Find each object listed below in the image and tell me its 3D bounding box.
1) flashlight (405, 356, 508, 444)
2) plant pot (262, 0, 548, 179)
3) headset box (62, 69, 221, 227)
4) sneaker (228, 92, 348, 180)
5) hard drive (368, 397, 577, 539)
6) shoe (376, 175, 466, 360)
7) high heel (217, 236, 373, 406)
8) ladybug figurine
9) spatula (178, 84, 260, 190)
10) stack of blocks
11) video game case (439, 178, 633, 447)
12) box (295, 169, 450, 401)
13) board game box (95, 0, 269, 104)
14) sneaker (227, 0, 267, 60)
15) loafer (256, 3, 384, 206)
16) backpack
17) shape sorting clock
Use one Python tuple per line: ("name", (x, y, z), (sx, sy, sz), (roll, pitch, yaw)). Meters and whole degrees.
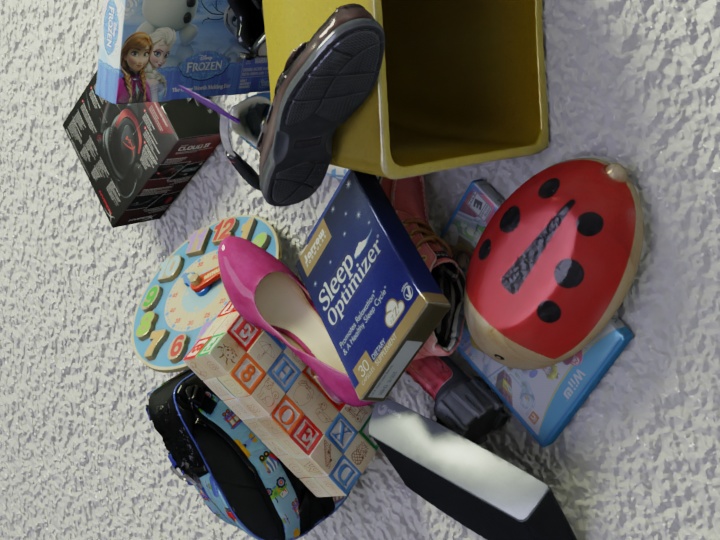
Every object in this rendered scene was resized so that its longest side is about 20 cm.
("flashlight", (0.048, 0.084, 1.134), (0.068, 0.068, 0.200), (-42, 56, -5))
("plant pot", (0.020, -0.191, 1.018), (0.199, 0.193, 0.199), (9, 107, 49))
("headset box", (-0.244, -0.167, 1.363), (0.200, 0.074, 0.150), (-44, 70, 42))
("sneaker", (-0.051, -0.129, 1.183), (0.198, 0.072, 0.073), (19, 112, 39))
("hard drive", (0.098, 0.194, 1.084), (0.199, 0.042, 0.135), (25, 156, 39))
("shoe", (0.053, -0.018, 1.079), (0.090, 0.071, 0.203), (-9, 73, 47))
("high heel", (-0.053, 0.044, 1.098), (0.201, 0.067, 0.096), (56, 156, -6))
("ladybug figurine", (0.151, -0.006, 0.988), (0.136, 0.072, 0.201), (43, 114, 28))
("spatula", (-0.132, -0.130, 1.211), (0.056, 0.021, 0.200), (30, 163, 24))
("stack of blocks", (-0.062, 0.112, 1.179), (0.200, 0.115, 0.058), (49, 148, -17))
("video game case", (0.136, 0.038, 1.073), (0.200, 0.018, 0.144), (49, 129, 25))
("box", (0.000, 0.000, 1.062), (0.122, 0.032, 0.201), (-57, 43, 32))
("board game box", (-0.155, -0.268, 1.159), (0.043, 0.198, 0.202), (28, 120, 39))
("sneaker", (-0.076, -0.291, 1.116), (0.077, 0.139, 0.203), (23, 116, 39))
("loafer", (-0.042, -0.132, 0.911), (0.063, 0.071, 0.201), (64, 147, 27))
("backpack", (-0.107, 0.178, 1.251), (0.134, 0.182, 0.202), (-24, 95, 54))
("shape sorting clock", (-0.167, 0.020, 1.279), (0.198, 0.201, 0.039), (3, 142, 45))
